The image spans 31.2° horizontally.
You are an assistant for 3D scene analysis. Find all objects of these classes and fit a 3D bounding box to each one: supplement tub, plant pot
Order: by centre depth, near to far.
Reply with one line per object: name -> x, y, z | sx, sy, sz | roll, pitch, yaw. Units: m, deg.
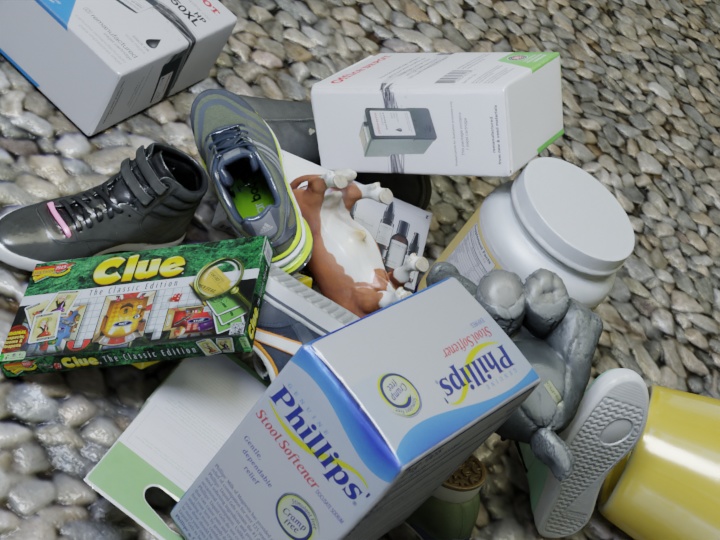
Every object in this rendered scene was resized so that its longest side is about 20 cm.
plant pot -> 0.328, 0.201, 1.181 | 0.187, 0.202, 0.201 | 24, 37, 6
supplement tub -> 0.149, 0.007, 1.213 | 0.144, 0.200, 0.146 | 22, 40, -20

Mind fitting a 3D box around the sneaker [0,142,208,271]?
sneaker -> -0.212, -0.058, 1.070 | 0.199, 0.099, 0.071 | -12, 59, -44

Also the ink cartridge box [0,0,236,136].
ink cartridge box -> -0.236, -0.234, 1.243 | 0.144, 0.084, 0.200 | 42, 37, 5

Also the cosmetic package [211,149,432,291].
cosmetic package -> -0.033, -0.049, 1.219 | 0.198, 0.051, 0.083 | 21, 70, -21

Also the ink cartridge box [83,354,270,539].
ink cartridge box -> -0.112, 0.152, 0.977 | 0.145, 0.048, 0.200 | 38, 37, -1

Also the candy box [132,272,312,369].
candy box -> -0.141, 0.025, 1.068 | 0.102, 0.027, 0.199 | 25, 29, 32

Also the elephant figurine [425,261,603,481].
elephant figurine -> 0.111, 0.074, 1.075 | 0.141, 0.200, 0.156 | 33, 73, -8

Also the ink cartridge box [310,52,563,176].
ink cartridge box -> 0.074, -0.150, 1.214 | 0.198, 0.085, 0.145 | 4, 23, 29

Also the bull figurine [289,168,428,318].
bull figurine -> 0.000, 0.000, 1.138 | 0.065, 0.121, 0.201 | -35, 92, -39

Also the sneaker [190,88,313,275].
sneaker -> -0.099, -0.090, 1.103 | 0.073, 0.081, 0.201 | -28, 57, -3

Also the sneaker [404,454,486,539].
sneaker -> 0.030, 0.165, 1.065 | 0.066, 0.091, 0.200 | -10, 27, -29

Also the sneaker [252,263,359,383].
sneaker -> -0.037, 0.065, 1.053 | 0.199, 0.080, 0.078 | 33, 8, -30

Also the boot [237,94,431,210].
boot -> -0.045, -0.117, 1.289 | 0.199, 0.073, 0.182 | 0, 37, -47

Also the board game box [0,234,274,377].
board game box -> -0.168, 0.026, 0.972 | 0.198, 0.024, 0.105 | -7, 41, 14

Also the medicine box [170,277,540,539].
medicine box -> -0.003, 0.122, 0.892 | 0.103, 0.200, 0.182 | 48, 35, 15

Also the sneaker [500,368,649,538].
sneaker -> 0.180, 0.128, 1.125 | 0.073, 0.202, 0.119 | 1, 44, -18
